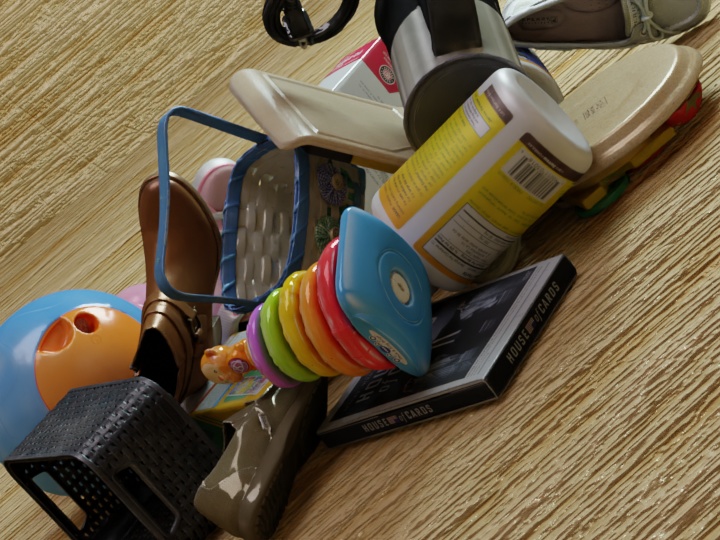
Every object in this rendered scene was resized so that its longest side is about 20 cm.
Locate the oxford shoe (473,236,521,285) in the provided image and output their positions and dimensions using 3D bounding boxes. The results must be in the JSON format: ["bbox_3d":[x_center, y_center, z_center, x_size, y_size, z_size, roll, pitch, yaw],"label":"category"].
[{"bbox_3d":[0.109,-0.047,1.433,0.075,0.058,0.200,-30,32,10],"label":"oxford shoe"}]

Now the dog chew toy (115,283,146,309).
[{"bbox_3d":[-0.242,0.073,1.800,0.124,0.125,0.200,-27,12,38],"label":"dog chew toy"}]

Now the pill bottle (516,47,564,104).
[{"bbox_3d":[0.135,-0.171,1.593,0.112,0.112,0.200,-37,17,10],"label":"pill bottle"}]

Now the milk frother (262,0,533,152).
[{"bbox_3d":[0.031,-0.187,1.404,0.199,0.181,0.189,-27,36,11],"label":"milk frother"}]

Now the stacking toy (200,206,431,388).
[{"bbox_3d":[-0.048,0.048,1.262,0.199,0.116,0.110,-24,42,28],"label":"stacking toy"}]

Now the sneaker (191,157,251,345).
[{"bbox_3d":[-0.120,-0.006,1.614,0.075,0.202,0.104,-9,22,-38],"label":"sneaker"}]

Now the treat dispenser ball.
[{"bbox_3d":[-0.275,0.119,1.584,0.200,0.201,0.201,-36,16,12],"label":"treat dispenser ball"}]

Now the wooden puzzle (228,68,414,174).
[{"bbox_3d":[-0.005,-0.125,1.456,0.185,0.199,0.037,-130,51,-58],"label":"wooden puzzle"}]

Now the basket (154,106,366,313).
[{"bbox_3d":[-0.093,-0.048,1.457,0.139,0.199,0.178,-29,57,56],"label":"basket"}]

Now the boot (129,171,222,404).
[{"bbox_3d":[-0.179,0.023,1.465,0.076,0.202,0.155,0,19,11],"label":"boot"}]

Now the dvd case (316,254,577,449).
[{"bbox_3d":[0.066,0.066,1.274,0.199,0.025,0.151,-22,23,46],"label":"dvd case"}]

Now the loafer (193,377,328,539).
[{"bbox_3d":[-0.075,0.131,1.295,0.067,0.076,0.200,11,36,12],"label":"loafer"}]

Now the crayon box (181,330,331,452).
[{"bbox_3d":[-0.090,0.103,1.478,0.200,0.052,0.126,-18,27,54],"label":"crayon box"}]

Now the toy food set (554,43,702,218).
[{"bbox_3d":[0.214,-0.122,1.397,0.198,0.049,0.200,-41,16,-1],"label":"toy food set"}]

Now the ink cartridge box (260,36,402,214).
[{"bbox_3d":[-0.007,-0.129,1.740,0.083,0.145,0.200,-18,27,51],"label":"ink cartridge box"}]

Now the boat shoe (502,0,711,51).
[{"bbox_3d":[0.231,-0.242,1.537,0.200,0.075,0.065,-2,25,13],"label":"boat shoe"}]

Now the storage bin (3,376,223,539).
[{"bbox_3d":[-0.204,0.175,1.388,0.094,0.135,0.200,-48,18,-28],"label":"storage bin"}]

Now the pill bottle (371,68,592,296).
[{"bbox_3d":[0.085,-0.060,1.315,0.200,0.109,0.109,-44,14,18],"label":"pill bottle"}]
